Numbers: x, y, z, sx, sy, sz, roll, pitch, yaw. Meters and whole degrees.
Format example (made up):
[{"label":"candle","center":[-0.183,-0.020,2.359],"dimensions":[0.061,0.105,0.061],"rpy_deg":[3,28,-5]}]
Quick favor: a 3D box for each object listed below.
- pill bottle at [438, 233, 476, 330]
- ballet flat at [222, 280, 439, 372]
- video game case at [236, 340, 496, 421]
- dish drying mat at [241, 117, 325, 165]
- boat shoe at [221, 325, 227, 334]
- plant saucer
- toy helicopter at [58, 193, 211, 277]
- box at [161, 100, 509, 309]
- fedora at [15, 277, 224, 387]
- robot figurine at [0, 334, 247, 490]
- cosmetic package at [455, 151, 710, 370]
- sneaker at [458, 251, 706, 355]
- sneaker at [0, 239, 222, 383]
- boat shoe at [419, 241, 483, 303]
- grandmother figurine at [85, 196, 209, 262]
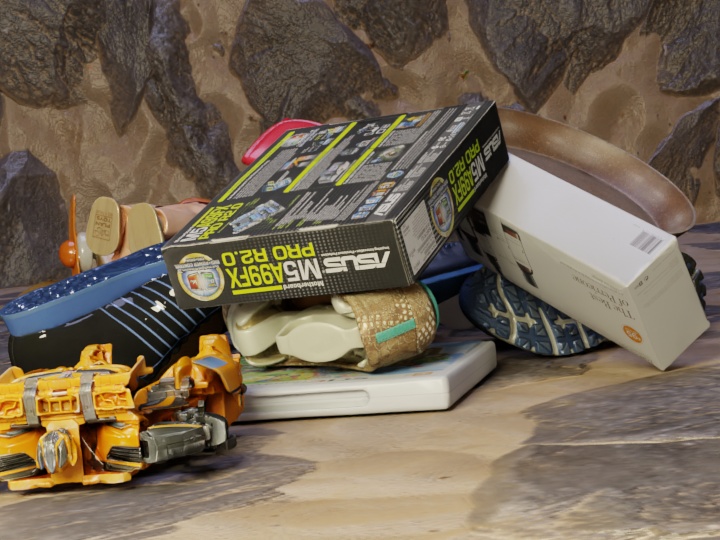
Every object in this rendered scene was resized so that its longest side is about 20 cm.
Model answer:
[{"label":"pill bottle","center":[0.147,-0.006,1.469],"dimensions":[0.199,0.113,0.112],"rpy_deg":[-7,3,-38]},{"label":"ballet flat","center":[-0.039,0.031,1.148],"dimensions":[0.065,0.071,0.200],"rpy_deg":[-27,13,-39]},{"label":"video game case","center":[-0.017,0.069,1.172],"dimensions":[0.181,0.022,0.200],"rpy_deg":[-4,3,12]},{"label":"dish drying mat","center":[0.014,-0.076,1.427],"dimensions":[0.199,0.018,0.077],"rpy_deg":[18,37,19]},{"label":"boat shoe","center":[-0.162,0.045,1.590],"dimensions":[0.200,0.057,0.069],"rpy_deg":[-23,59,-42]},{"label":"plant saucer","center":[0.156,-0.065,1.406],"dimensions":[0.199,0.035,0.200],"rpy_deg":[18,24,-8]},{"label":"toy helicopter","center":[-0.194,0.010,1.508],"dimensions":[0.132,0.079,0.200],"rpy_deg":[19,40,-1]},{"label":"box","center":[-0.011,-0.044,1.170],"dimensions":[0.159,0.044,0.200],"rpy_deg":[-7,22,25]},{"label":"fedora","center":[-0.158,0.041,1.375],"dimensions":[0.199,0.082,0.201],"rpy_deg":[-5,3,0]},{"label":"robot figurine","center":[-0.129,0.071,0.953],"dimensions":[0.144,0.059,0.200],"rpy_deg":[-6,2,9]},{"label":"cosmetic package","center":[0.131,-0.014,1.208],"dimensions":[0.051,0.083,0.200],"rpy_deg":[-43,41,-13]},{"label":"sneaker","center":[0.151,0.028,1.348],"dimensions":[0.199,0.078,0.085],"rpy_deg":[2,-11,-29]},{"label":"sneaker","center":[-0.140,0.030,1.243],"dimensions":[0.199,0.078,0.070],"rpy_deg":[-20,16,-19]},{"label":"boat shoe","center":[0.000,0.000,1.306],"dimensions":[0.199,0.069,0.084],"rpy_deg":[-13,-20,-26]},{"label":"grandmother figurine","center":[-0.130,-0.033,1.447],"dimensions":[0.121,0.061,0.200],"rpy_deg":[19,11,29]}]
